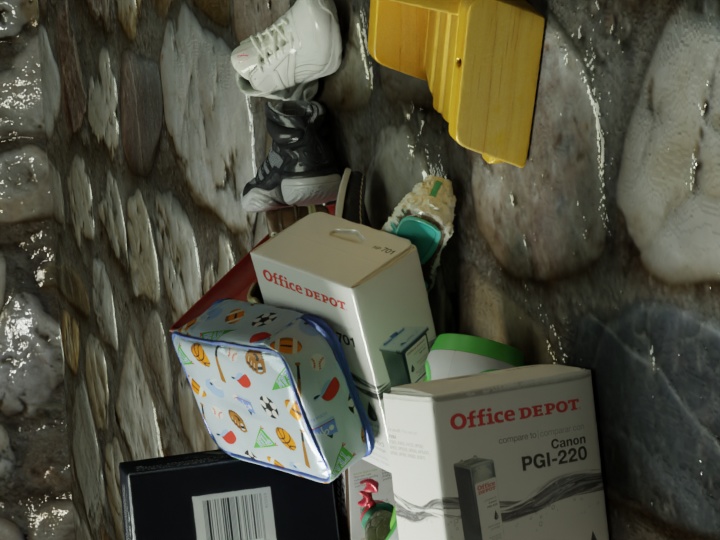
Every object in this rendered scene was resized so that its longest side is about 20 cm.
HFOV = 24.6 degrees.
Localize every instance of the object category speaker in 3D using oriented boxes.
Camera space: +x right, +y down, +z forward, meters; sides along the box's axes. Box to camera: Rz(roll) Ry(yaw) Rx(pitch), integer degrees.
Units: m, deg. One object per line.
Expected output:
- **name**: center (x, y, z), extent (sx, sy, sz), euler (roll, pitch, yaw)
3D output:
- **speaker**: center (0.076, 0.156, 1.332), extent (0.088, 0.088, 0.200), euler (159, 127, -70)

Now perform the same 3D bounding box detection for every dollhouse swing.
- **dollhouse swing**: center (0.023, -0.186, 1.325), extent (0.200, 0.175, 0.182), euler (-128, 37, -54)

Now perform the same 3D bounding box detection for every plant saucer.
- **plant saucer**: center (-0.101, 0.009, 1.765), extent (0.037, 0.200, 0.200), euler (49, 164, -12)

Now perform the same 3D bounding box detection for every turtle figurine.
- **turtle figurine**: center (0.057, 0.257, 1.498), extent (0.200, 0.101, 0.150), euler (50, 146, 46)

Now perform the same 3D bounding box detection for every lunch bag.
- **lunch bag**: center (-0.080, 0.110, 1.486), extent (0.200, 0.076, 0.160), euler (9, 127, 51)

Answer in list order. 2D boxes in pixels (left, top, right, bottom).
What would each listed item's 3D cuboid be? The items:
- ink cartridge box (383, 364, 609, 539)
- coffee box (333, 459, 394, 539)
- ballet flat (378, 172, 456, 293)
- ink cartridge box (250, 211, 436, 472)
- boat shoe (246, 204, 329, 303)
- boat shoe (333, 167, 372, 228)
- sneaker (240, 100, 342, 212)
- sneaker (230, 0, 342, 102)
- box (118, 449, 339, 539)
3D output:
- **ink cartridge box**: center (0.106, 0.179, 1.248), extent (0.085, 0.145, 0.200), euler (-7, 90, 64)
- **coffee box**: center (0.012, 0.252, 1.628), extent (0.114, 0.080, 0.200), euler (-143, 50, -69)
- **ballet flat**: center (0.046, -0.021, 1.503), extent (0.200, 0.072, 0.072), euler (122, 138, -57)
- **ink cartridge box**: center (-0.005, 0.064, 1.491), extent (0.146, 0.086, 0.200), euler (19, 133, 46)
- **boat shoe**: center (-0.077, 0.027, 1.645), extent (0.075, 0.075, 0.203), euler (-113, 27, -67)
- **boat shoe**: center (0.000, 0.000, 1.620), extent (0.074, 0.060, 0.200), euler (64, -151, -81)
- **sneaker**: center (-0.078, -0.125, 1.783), extent (0.200, 0.075, 0.114), euler (-6, 89, 65)
- **sneaker**: center (-0.081, -0.226, 1.713), extent (0.200, 0.099, 0.078), euler (124, 136, -61)
- **box**: center (-0.135, 0.239, 1.638), extent (0.200, 0.196, 0.118), euler (159, 105, -78)
